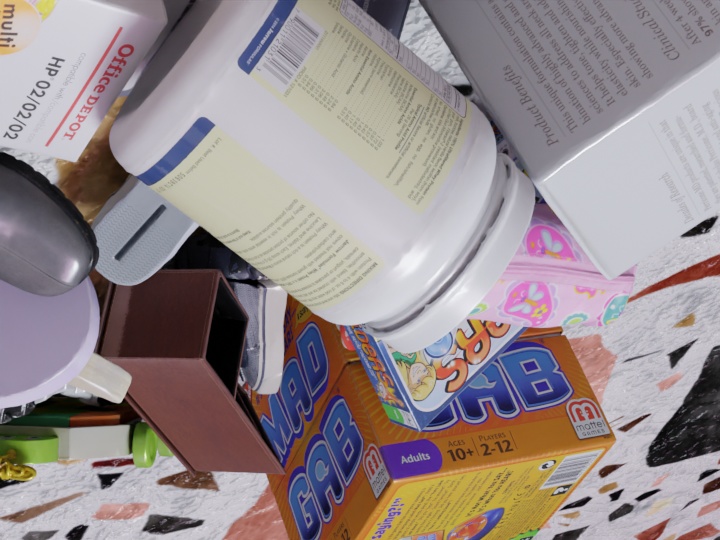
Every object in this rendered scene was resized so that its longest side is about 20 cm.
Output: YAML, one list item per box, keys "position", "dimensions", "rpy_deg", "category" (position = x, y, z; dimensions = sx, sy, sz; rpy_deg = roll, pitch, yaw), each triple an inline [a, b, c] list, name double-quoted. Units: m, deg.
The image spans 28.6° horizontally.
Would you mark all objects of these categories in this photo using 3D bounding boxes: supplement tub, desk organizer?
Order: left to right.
- position: [-0.109, 0.075, 0.987]
  dimensions: [0.076, 0.072, 0.200]
  rpy_deg: [0, 151, 15]
  category: "desk organizer"
- position: [-0.018, -0.062, 0.762]
  dimensions: [0.199, 0.146, 0.145]
  rpy_deg: [38, 120, -17]
  category: "supplement tub"

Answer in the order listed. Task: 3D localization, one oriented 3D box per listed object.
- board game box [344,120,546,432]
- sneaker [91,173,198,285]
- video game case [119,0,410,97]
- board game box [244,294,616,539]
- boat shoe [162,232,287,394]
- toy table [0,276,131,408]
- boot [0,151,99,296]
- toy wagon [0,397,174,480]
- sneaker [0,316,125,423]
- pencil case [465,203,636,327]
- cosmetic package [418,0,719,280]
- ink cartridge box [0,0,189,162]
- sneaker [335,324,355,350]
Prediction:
- position: [0.073, -0.003, 0.997]
  dimensions: [0.200, 0.034, 0.136]
  rpy_deg: [-41, 121, -25]
  category: "board game box"
- position: [-0.098, -0.074, 0.880]
  dimensions: [0.199, 0.071, 0.073]
  rpy_deg: [-37, 112, 25]
  category: "sneaker"
- position: [-0.058, -0.165, 0.816]
  dimensions: [0.198, 0.019, 0.143]
  rpy_deg: [-12, 147, -21]
  category: "video game case"
- position: [0.045, 0.119, 1.146]
  dimensions: [0.198, 0.201, 0.201]
  rpy_deg: [-6, 146, -28]
  category: "board game box"
- position: [-0.103, 0.030, 1.052]
  dimensions: [0.092, 0.075, 0.201]
  rpy_deg: [0, 147, -5]
  category: "boat shoe"
- position: [-0.237, 0.024, 0.850]
  dimensions: [0.185, 0.199, 0.117]
  rpy_deg: [-55, 164, -14]
  category: "toy table"
- position: [-0.238, -0.024, 0.713]
  dimensions: [0.199, 0.132, 0.070]
  rpy_deg: [31, 119, -9]
  category: "boot"
- position: [-0.221, 0.119, 1.019]
  dimensions: [0.153, 0.040, 0.200]
  rpy_deg: [1, 179, 6]
  category: "toy wagon"
- position: [-0.224, 0.057, 1.001]
  dimensions: [0.199, 0.090, 0.067]
  rpy_deg: [-6, 115, -60]
  category: "sneaker"
- position: [0.097, -0.005, 0.937]
  dimensions: [0.199, 0.088, 0.088]
  rpy_deg: [5, 139, -40]
  category: "pencil case"
- position: [0.175, -0.137, 0.864]
  dimensions: [0.199, 0.168, 0.166]
  rpy_deg: [-34, 149, 11]
  category: "cosmetic package"
- position: [-0.178, -0.126, 0.721]
  dimensions: [0.199, 0.068, 0.115]
  rpy_deg: [10, 139, -35]
  category: "ink cartridge box"
- position: [0.000, 0.000, 0.992]
  dimensions: [0.070, 0.094, 0.200]
  rpy_deg: [-10, 144, 35]
  category: "sneaker"
